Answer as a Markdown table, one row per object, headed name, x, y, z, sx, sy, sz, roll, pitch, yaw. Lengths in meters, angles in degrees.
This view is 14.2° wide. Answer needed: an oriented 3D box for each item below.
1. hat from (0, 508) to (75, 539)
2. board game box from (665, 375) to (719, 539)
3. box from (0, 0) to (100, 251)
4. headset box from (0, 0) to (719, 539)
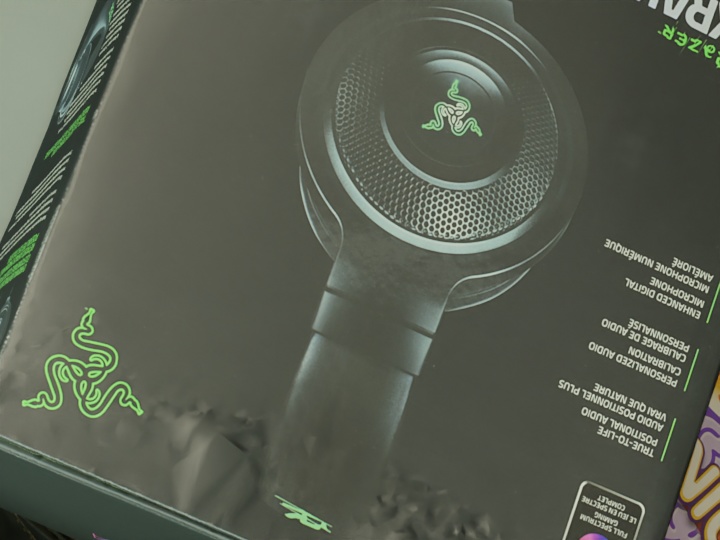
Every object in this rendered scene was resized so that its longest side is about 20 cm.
| name | x | y | z | sx | sy | sz | roll | pitch | yaw |
| --- | --- | --- | --- | --- | --- | --- | --- | --- | --- |
| hat | -0.069 | 0.029 | 0.832 | 0.199 | 0.081 | 0.202 | 13 | 55 | -19 |
| board game box | 0.077 | 0.065 | 0.830 | 0.153 | 0.040 | 0.200 | 44 | 70 | -15 |
| box | -0.110 | -0.075 | 0.824 | 0.124 | 0.098 | 0.200 | 6 | 28 | 38 |
| headset box | 0.000 | 0.000 | 0.734 | 0.173 | 0.093 | 0.201 | 25 | 74 | -12 |
